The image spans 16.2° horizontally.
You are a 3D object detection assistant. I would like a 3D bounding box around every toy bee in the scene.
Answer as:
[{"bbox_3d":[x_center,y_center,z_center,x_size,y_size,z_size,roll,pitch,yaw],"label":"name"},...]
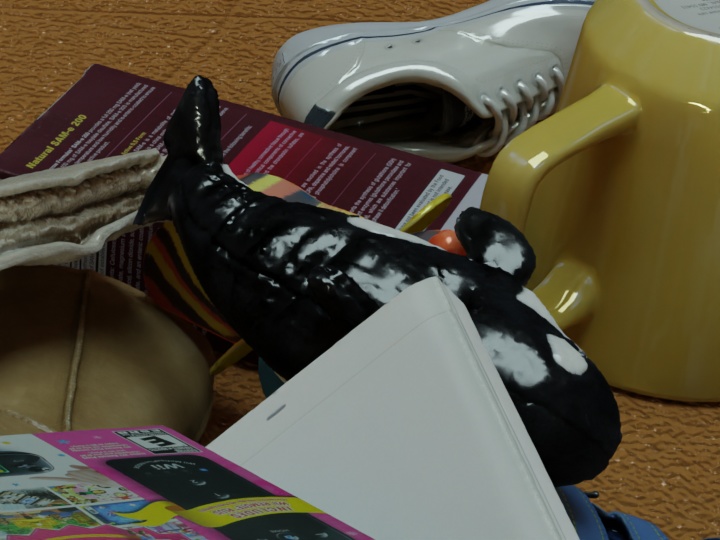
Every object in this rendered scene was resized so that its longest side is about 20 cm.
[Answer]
[{"bbox_3d":[0.012,0.009,0.947,0.199,0.109,0.131,20,38,6],"label":"toy bee"}]

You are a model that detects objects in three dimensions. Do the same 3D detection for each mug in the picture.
[{"bbox_3d":[0.139,-0.039,1.062,0.148,0.154,0.187,13,34,11],"label":"mug"}]

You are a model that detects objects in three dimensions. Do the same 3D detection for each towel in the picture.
[{"bbox_3d":[-0.166,-0.008,0.920,0.132,0.035,0.199,-9,5,41],"label":"towel"}]

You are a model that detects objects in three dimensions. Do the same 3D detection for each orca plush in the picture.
[{"bbox_3d":[0.000,0.000,0.855,0.105,0.071,0.200,-40,66,-4],"label":"orca plush"}]

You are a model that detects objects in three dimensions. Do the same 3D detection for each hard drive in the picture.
[{"bbox_3d":[0.005,0.106,0.743,0.132,0.026,0.201,-38,39,12],"label":"hard drive"}]

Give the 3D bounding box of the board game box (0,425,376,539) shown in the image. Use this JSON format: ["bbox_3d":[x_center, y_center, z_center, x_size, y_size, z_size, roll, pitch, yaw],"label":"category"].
[{"bbox_3d":[-0.062,0.100,0.661,0.147,0.065,0.199,-2,16,-36],"label":"board game box"}]

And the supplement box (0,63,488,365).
[{"bbox_3d":[-0.051,-0.018,1.083,0.199,0.061,0.109,17,34,15],"label":"supplement box"}]

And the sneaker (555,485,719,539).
[{"bbox_3d":[0.073,0.113,0.879,0.198,0.083,0.074,-5,32,-17],"label":"sneaker"}]

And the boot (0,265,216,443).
[{"bbox_3d":[-0.139,0.046,0.910,0.174,0.066,0.200,32,19,-11],"label":"boot"}]

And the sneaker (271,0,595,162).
[{"bbox_3d":[0.059,-0.085,1.209,0.198,0.073,0.071,-12,44,-10],"label":"sneaker"}]
